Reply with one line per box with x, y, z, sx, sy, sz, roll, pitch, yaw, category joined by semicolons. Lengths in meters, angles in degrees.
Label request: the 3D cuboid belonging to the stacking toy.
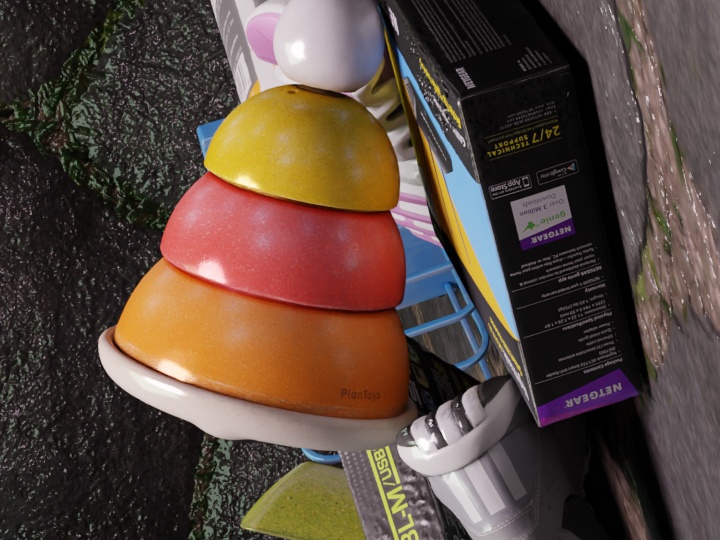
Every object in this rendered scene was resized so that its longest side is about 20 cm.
-0.026;-0.030;1.111;0.146;0.146;0.201;-122;46;-77;stacking toy

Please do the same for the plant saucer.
0.029;0.154;1.533;0.200;0.199;0.048;118;165;-85;plant saucer

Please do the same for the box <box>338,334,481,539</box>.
0.065;0.140;1.222;0.193;0.047;0.200;36;-151;-54;box

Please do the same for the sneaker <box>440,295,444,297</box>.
0.007;-0.022;1.723;0.200;0.081;0.077;-121;17;-72;sneaker

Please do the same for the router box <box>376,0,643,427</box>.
0.058;-0.046;1.066;0.200;0.051;0.150;-114;7;-65;router box

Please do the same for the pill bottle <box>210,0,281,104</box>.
-0.025;-0.153;1.392;0.117;0.116;0.200;80;174;-56;pill bottle

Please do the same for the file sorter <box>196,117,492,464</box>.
0.000;0.000;1.516;0.200;0.138;0.123;78;171;-48;file sorter

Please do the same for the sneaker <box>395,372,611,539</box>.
0.078;0.105;1.116;0.116;0.075;0.200;60;-164;6;sneaker

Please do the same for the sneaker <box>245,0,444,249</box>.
0.031;-0.083;1.214;0.080;0.089;0.200;17;154;46;sneaker
